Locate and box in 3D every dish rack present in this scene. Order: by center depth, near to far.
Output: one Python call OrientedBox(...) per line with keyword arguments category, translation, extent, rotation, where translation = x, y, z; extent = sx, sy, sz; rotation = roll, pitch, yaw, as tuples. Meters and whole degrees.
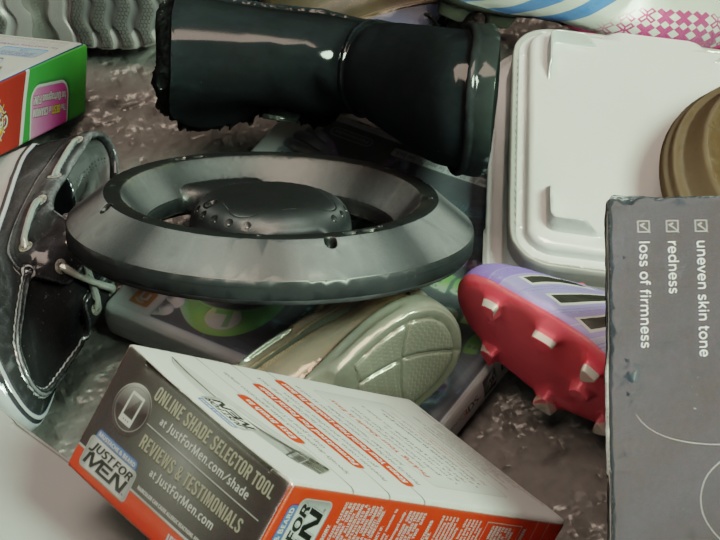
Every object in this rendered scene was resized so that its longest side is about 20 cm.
OrientedBox(category="dish rack", translation=(0.150, -0.054, 1.341), extent=(0.170, 0.044, 0.201), rotation=(6, 44, -2))

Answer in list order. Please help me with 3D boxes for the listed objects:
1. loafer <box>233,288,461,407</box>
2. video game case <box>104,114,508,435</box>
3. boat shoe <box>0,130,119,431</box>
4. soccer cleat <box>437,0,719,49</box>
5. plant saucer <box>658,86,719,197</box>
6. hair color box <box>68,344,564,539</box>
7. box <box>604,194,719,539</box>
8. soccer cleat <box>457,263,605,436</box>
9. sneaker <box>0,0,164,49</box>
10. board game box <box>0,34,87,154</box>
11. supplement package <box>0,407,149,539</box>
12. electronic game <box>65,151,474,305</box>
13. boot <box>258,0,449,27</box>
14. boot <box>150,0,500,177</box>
OrientedBox(category="loafer", translation=(-0.046, 0.071, 1.241), extent=(0.199, 0.072, 0.063), rotation=(-34, 38, -11))
OrientedBox(category="video game case", translation=(0.000, 0.000, 1.344), extent=(0.199, 0.023, 0.182), rotation=(21, 51, 27))
OrientedBox(category="boat shoe", translation=(-0.154, 0.001, 1.324), extent=(0.067, 0.072, 0.201), rotation=(-21, 34, 18))
OrientedBox(category="soccer cleat", translation=(0.129, -0.167, 1.415), extent=(0.199, 0.087, 0.070), rotation=(6, 38, -21))
OrientedBox(category="plant saucer", translation=(0.244, -0.032, 1.291), extent=(0.199, 0.030, 0.201), rotation=(11, 43, -11))
OrientedBox(category="hair color box", translation=(-0.015, 0.096, 1.133), extent=(0.111, 0.199, 0.064), rotation=(37, 103, 37))
OrientedBox(category="box", translation=(0.204, 0.078, 1.116), extent=(0.195, 0.124, 0.201), rotation=(-1, 69, 8))
OrientedBox(category="soccer cleat", translation=(0.140, 0.042, 1.244), extent=(0.199, 0.067, 0.077), rotation=(27, 58, 23))
OrientedBox(category="sneaker", translation=(-0.193, -0.169, 1.526), extent=(0.199, 0.075, 0.082), rotation=(9, 31, 9))
OrientedBox(category="board game box", translation=(-0.253, -0.091, 1.396), extent=(0.152, 0.041, 0.200), rotation=(8, 17, 17))
OrientedBox(category="supplement package", translation=(-0.137, 0.182, 1.113), extent=(0.199, 0.111, 0.156), rotation=(30, 55, 34))
OrientedBox(category="electronic game", translation=(-0.044, -0.019, 1.279), extent=(0.198, 0.042, 0.200), rotation=(1, 17, 0))
OrientedBox(category="boot", translation=(0.042, -0.150, 1.476), extent=(0.199, 0.075, 0.097), rotation=(-11, 63, -5))
OrientedBox(category="boot", translation=(-0.021, -0.096, 1.328), extent=(0.167, 0.077, 0.200), rotation=(4, 9, -7))
